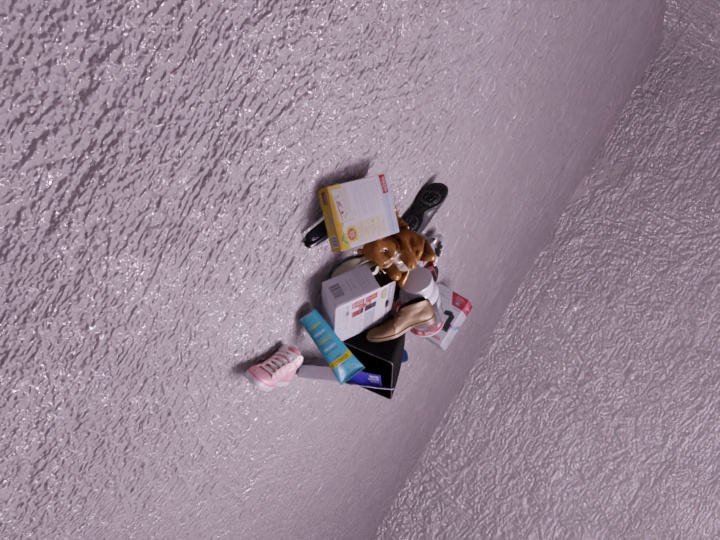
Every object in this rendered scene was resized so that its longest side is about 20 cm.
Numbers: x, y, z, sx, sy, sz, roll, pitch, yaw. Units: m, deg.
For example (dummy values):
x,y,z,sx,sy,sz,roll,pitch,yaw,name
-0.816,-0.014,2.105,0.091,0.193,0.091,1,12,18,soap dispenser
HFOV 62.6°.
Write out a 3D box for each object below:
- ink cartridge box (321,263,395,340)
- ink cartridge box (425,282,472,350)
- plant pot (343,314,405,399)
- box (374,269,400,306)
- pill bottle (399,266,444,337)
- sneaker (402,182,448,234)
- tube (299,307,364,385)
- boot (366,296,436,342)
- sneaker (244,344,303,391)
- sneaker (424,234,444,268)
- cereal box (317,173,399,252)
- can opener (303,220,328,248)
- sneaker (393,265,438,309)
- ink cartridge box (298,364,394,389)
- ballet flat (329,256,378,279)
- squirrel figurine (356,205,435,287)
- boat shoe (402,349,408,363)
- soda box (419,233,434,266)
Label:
x,y,z,sx,sy,sz,roll,pitch,yaw,name
-0.008,0.082,1.535,0.174,0.084,0.201,-23,151,-18,ink cartridge box
0.305,0.174,2.227,0.201,0.145,0.083,-56,153,-6,ink cartridge box
0.041,0.229,1.773,0.178,0.197,0.202,-56,157,-37,plant pot
0.074,0.037,1.713,0.200,0.099,0.075,-48,153,-23,box
0.172,0.089,1.689,0.116,0.115,0.201,-47,142,-23,pill bottle
0.186,-0.173,1.743,0.200,0.076,0.091,-49,163,-6,sneaker
-0.077,0.190,1.503,0.077,0.201,0.050,-35,-174,10,tube
0.102,0.130,1.593,0.197,0.074,0.076,-22,115,-4,boot
-0.204,0.229,1.441,0.105,0.075,0.200,-56,162,4,sneaker
0.226,-0.027,1.955,0.202,0.080,0.083,-63,172,20,sneaker
0.000,-0.135,1.357,0.199,0.039,0.146,-20,100,-43,cereal box
-0.050,-0.112,1.376,0.199,0.079,0.064,-28,150,-33,can opener
0.162,0.042,1.872,0.200,0.087,0.074,-41,143,-17,sneaker
-0.037,0.294,1.640,0.199,0.198,0.041,20,74,-51,ink cartridge box
0.000,0.000,1.579,0.199,0.069,0.070,-29,142,-46,ballet flat
0.070,-0.072,1.538,0.185,0.202,0.141,6,148,-46,squirrel figurine
0.073,0.302,2.012,0.198,0.073,0.072,12,151,-40,boat shoe
0.149,-0.020,1.830,0.200,0.063,0.069,-49,151,-22,soda box
